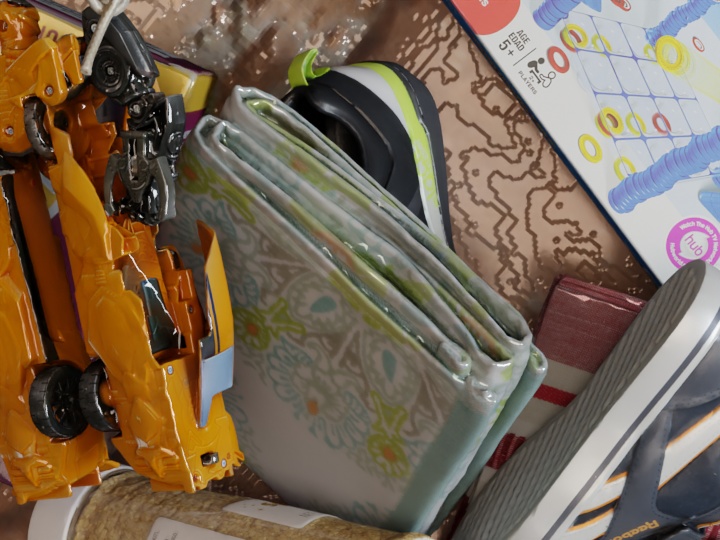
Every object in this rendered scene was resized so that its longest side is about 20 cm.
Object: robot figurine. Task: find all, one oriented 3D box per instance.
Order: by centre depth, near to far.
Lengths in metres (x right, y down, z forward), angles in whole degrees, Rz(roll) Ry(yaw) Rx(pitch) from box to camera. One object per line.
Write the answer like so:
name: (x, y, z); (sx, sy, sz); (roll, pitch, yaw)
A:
robot figurine: (-0.114, -0.010, 0.706); (0.145, 0.058, 0.200); (-8, 96, 33)

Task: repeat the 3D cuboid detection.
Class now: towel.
towel: (-0.017, 0.034, 0.758); (0.171, 0.200, 0.048); (42, 54, 12)
towel: (0.124, 0.109, 0.819); (0.144, 0.023, 0.200); (19, 115, -1)

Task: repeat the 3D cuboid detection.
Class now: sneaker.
sneaker: (0.113, 0.092, 0.758); (0.079, 0.078, 0.200); (34, 116, -10)
sneaker: (0.000, 0.000, 0.800); (0.072, 0.083, 0.200); (-16, 87, 42)

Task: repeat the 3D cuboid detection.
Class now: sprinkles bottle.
sprinkles bottle: (-0.056, 0.132, 0.780); (0.200, 0.068, 0.068); (7, 97, 37)

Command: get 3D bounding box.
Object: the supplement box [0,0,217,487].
supplement box: (-0.164, -0.024, 0.800); (0.131, 0.103, 0.200); (23, 96, -2)

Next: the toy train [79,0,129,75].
toy train: (-0.117, -0.182, 0.660); (0.116, 0.085, 0.200); (19, 80, 10)

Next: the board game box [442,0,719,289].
board game box: (0.169, -0.111, 0.806); (0.196, 0.056, 0.200); (-37, 93, 5)
